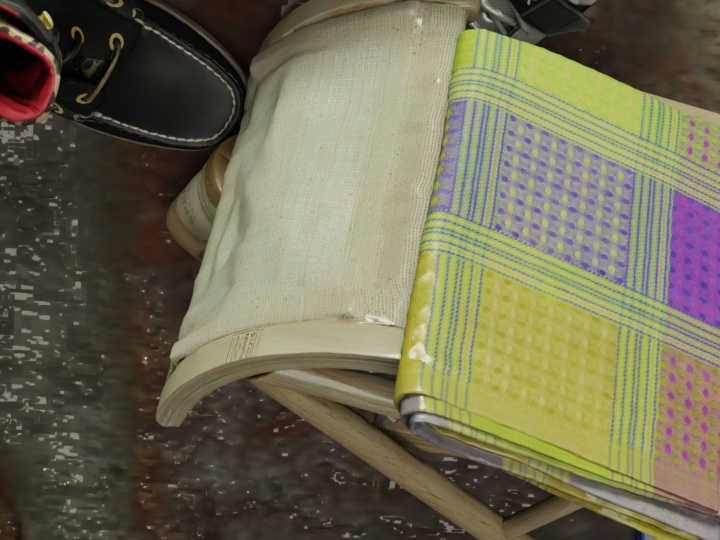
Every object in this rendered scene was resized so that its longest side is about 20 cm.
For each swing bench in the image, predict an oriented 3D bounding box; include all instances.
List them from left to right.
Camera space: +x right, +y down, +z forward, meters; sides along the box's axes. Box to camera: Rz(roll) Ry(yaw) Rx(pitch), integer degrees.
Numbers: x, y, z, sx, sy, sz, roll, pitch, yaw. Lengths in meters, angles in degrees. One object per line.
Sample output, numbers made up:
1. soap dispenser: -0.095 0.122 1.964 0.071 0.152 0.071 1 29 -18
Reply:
1. swing bench: 0.039 -0.006 0.708 0.200 0.199 0.130 26 144 -21

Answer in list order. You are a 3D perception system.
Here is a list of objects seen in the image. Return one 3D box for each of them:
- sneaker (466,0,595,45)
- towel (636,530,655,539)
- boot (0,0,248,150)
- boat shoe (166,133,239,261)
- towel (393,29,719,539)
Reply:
1. sneaker: 0.084 -0.148 0.750 0.074 0.089 0.200 41 102 -19
2. towel: 0.254 0.171 0.912 0.200 0.024 0.147 -7 109 -3
3. boot: -0.139 -0.094 0.709 0.200 0.151 0.073 29 104 -16
4. boat shoe: 0.000 0.000 0.809 0.200 0.071 0.065 29 139 -20
5. towel: 0.087 0.001 0.638 0.144 0.200 0.023 21 143 -16
